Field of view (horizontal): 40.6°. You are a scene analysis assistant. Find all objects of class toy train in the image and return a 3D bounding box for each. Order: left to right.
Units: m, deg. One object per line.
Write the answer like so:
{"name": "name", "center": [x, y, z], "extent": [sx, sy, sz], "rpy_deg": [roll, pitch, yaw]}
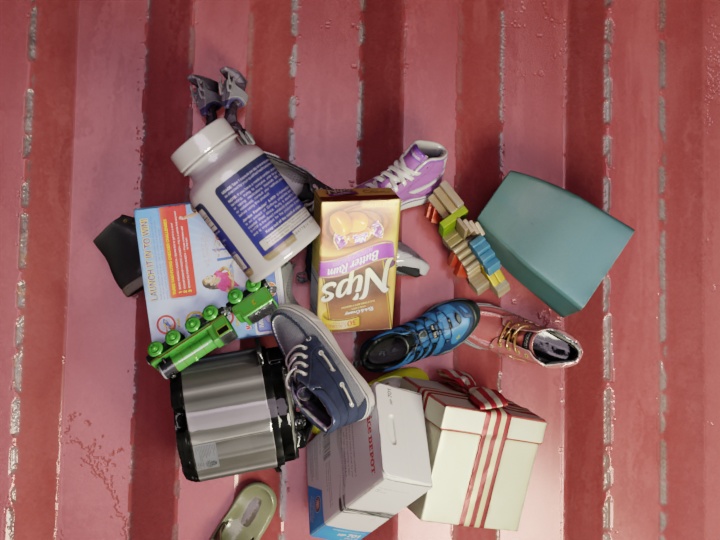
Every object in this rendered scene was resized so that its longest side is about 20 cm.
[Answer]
{"name": "toy train", "center": [-0.202, 0.081, 1.329], "extent": [0.199, 0.042, 0.057], "rpy_deg": [-34, 64, -3]}

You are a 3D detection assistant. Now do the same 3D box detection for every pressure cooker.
{"name": "pressure cooker", "center": [-0.163, 0.201, 1.379], "extent": [0.198, 0.176, 0.180], "rpy_deg": [-10, 69, -7]}

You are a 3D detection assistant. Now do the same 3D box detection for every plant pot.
{"name": "plant pot", "center": [0.275, -0.050, 1.461], "extent": [0.199, 0.141, 0.142], "rpy_deg": [36, 84, 5]}

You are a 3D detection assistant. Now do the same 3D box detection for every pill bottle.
{"name": "pill bottle", "center": [-0.156, -0.096, 1.291], "extent": [0.119, 0.120, 0.201], "rpy_deg": [-37, 96, -6]}

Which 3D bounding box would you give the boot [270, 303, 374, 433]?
{"name": "boot", "center": [-0.071, 0.125, 1.291], "extent": [0.200, 0.090, 0.073], "rpy_deg": [45, 120, 21]}

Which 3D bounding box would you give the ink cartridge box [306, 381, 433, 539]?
{"name": "ink cartridge box", "center": [0.007, 0.271, 1.355], "extent": [0.085, 0.200, 0.148], "rpy_deg": [19, 47, -27]}

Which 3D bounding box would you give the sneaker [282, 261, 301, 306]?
{"name": "sneaker", "center": [-0.140, -0.009, 1.460], "extent": [0.081, 0.075, 0.202], "rpy_deg": [-17, 95, -20]}

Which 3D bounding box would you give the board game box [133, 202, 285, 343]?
{"name": "board game box", "center": [-0.209, 0.000, 1.380], "extent": [0.194, 0.056, 0.202], "rpy_deg": [-7, 94, -5]}

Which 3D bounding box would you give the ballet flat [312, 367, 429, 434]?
{"name": "ballet flat", "center": [0.015, 0.200, 1.453], "extent": [0.198, 0.067, 0.067], "rpy_deg": [-19, 87, -6]}

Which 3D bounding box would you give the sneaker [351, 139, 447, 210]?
{"name": "sneaker", "center": [0.044, -0.134, 1.422], "extent": [0.200, 0.115, 0.073], "rpy_deg": [-29, 67, -30]}

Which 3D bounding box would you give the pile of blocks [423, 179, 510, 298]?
{"name": "pile of blocks", "center": [0.154, -0.035, 1.462], "extent": [0.062, 0.082, 0.201], "rpy_deg": [-35, 100, -7]}

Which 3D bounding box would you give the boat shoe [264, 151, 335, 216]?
{"name": "boat shoe", "center": [-0.091, -0.119, 1.466], "extent": [0.199, 0.060, 0.074], "rpy_deg": [33, 83, -3]}

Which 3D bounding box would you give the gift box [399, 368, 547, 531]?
{"name": "gift box", "center": [0.154, 0.249, 1.399], "extent": [0.198, 0.184, 0.189], "rpy_deg": [10, 95, -26]}

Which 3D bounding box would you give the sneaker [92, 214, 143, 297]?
{"name": "sneaker", "center": [-0.293, -0.059, 1.437], "extent": [0.199, 0.075, 0.107], "rpy_deg": [-35, 93, -5]}

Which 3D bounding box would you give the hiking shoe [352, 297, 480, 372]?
{"name": "hiking shoe", "center": [0.088, 0.105, 1.439], "extent": [0.199, 0.087, 0.075], "rpy_deg": [-27, 90, 8]}

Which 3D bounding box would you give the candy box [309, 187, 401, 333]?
{"name": "candy box", "center": [-0.009, -0.013, 1.385], "extent": [0.115, 0.057, 0.202], "rpy_deg": [-3, 114, -15]}

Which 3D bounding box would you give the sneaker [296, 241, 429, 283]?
{"name": "sneaker", "center": [0.000, 0.000, 1.465], "extent": [0.198, 0.076, 0.115], "rpy_deg": [17, 105, -20]}

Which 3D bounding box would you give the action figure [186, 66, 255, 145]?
{"name": "action figure", "center": [-0.207, -0.197, 1.434], "extent": [0.129, 0.069, 0.202], "rpy_deg": [-17, 67, 24]}

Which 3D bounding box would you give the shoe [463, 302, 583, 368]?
{"name": "shoe", "center": [0.235, 0.097, 1.466], "extent": [0.198, 0.091, 0.072], "rpy_deg": [18, 85, -4]}

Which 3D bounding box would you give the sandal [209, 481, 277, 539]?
{"name": "sandal", "center": [-0.187, 0.407, 1.427], "extent": [0.079, 0.057, 0.203], "rpy_deg": [23, 85, -3]}
